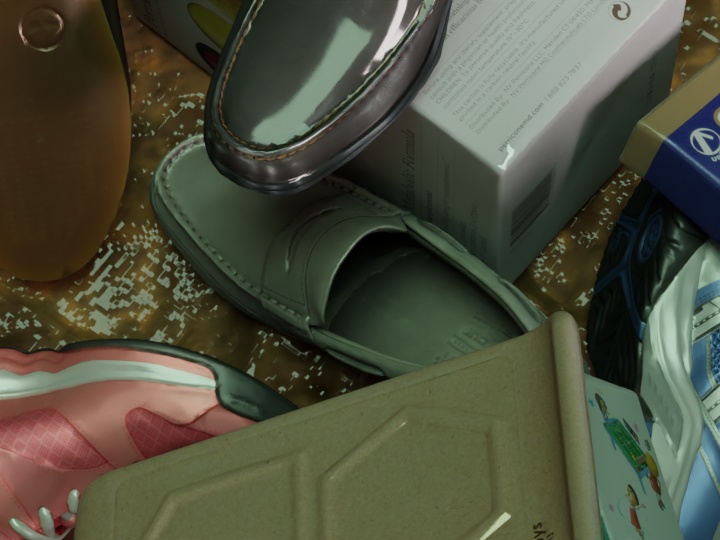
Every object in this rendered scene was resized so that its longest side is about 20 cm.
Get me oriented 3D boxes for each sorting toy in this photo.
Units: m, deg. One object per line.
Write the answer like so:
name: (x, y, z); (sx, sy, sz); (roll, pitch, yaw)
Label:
sorting toy: (-0.010, 0.117, 0.733); (0.200, 0.036, 0.185); (-23, 42, 20)

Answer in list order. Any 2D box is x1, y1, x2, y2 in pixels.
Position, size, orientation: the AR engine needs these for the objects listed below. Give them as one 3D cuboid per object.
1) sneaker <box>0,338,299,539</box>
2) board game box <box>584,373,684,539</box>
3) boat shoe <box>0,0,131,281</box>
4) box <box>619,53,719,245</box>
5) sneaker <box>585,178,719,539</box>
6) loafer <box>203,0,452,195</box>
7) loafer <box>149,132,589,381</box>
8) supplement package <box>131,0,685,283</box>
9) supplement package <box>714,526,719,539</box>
sneaker: (-0.117, 0.073, 0.867); (0.199, 0.074, 0.087); (2, 76, 10)
board game box: (0.049, 0.154, 0.783); (0.147, 0.064, 0.200); (-30, 62, 26)
boat shoe: (-0.123, -0.098, 0.894); (0.070, 0.201, 0.070); (-1, 23, -7)
box: (0.206, -0.013, 0.847); (0.200, 0.032, 0.121); (43, 59, 13)
sneaker: (0.129, 0.032, 0.877); (0.077, 0.076, 0.201); (16, 69, -12)
loafer: (0.007, -0.118, 0.812); (0.073, 0.072, 0.200); (26, 71, 12)
loafer: (0.000, 0.000, 0.879); (0.200, 0.070, 0.070); (29, 74, 23)
supplement package: (0.012, -0.106, 0.910); (0.200, 0.114, 0.110); (38, 72, 18)
supplement package: (0.169, 0.108, 0.695); (0.109, 0.114, 0.200); (35, 50, -7)
